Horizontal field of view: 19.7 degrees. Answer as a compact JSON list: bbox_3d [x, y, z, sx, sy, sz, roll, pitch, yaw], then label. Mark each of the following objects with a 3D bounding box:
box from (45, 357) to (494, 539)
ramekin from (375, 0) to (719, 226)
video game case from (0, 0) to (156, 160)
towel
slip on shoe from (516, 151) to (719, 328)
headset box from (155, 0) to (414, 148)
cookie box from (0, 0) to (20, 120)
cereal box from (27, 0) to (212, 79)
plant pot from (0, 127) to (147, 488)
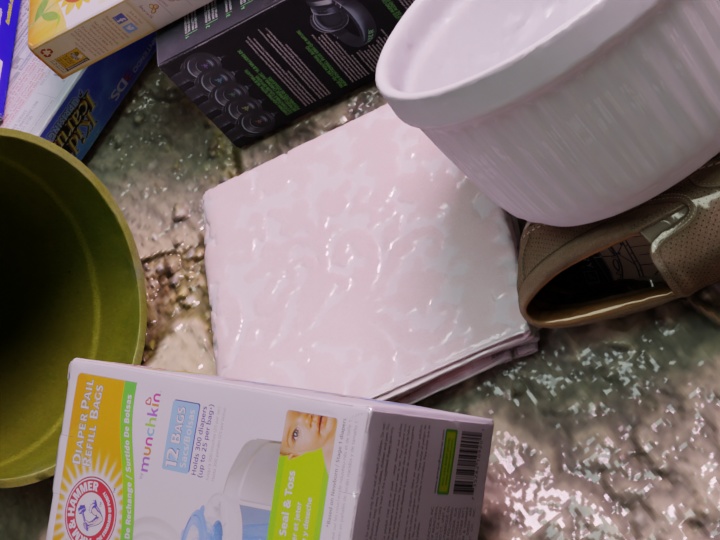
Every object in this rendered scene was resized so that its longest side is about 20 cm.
[{"bbox_3d":[-0.049,0.111,1.018,0.200,0.101,0.113,7,87,39],"label":"box"},{"bbox_3d":[0.116,-0.112,1.016,0.200,0.105,0.200,-33,22,15],"label":"ramekin"},{"bbox_3d":[-0.249,-0.106,1.394,0.181,0.045,0.200,19,71,43],"label":"video game case"},{"bbox_3d":[0.000,0.000,1.141,0.191,0.032,0.200,-24,47,18],"label":"towel"},{"bbox_3d":[0.161,-0.016,0.998,0.200,0.076,0.061,-10,39,35],"label":"slip on shoe"},{"bbox_3d":[-0.034,-0.194,1.268,0.200,0.093,0.174,-25,47,19],"label":"headset box"},{"bbox_3d":[-0.332,-0.151,1.403,0.200,0.075,0.171,-20,49,25],"label":"cookie box"},{"bbox_3d":[-0.111,-0.215,1.246,0.200,0.040,0.144,-23,48,22],"label":"cereal box"},{"bbox_3d":[-0.263,0.024,1.218,0.193,0.200,0.201,-4,55,48],"label":"plant pot"}]
